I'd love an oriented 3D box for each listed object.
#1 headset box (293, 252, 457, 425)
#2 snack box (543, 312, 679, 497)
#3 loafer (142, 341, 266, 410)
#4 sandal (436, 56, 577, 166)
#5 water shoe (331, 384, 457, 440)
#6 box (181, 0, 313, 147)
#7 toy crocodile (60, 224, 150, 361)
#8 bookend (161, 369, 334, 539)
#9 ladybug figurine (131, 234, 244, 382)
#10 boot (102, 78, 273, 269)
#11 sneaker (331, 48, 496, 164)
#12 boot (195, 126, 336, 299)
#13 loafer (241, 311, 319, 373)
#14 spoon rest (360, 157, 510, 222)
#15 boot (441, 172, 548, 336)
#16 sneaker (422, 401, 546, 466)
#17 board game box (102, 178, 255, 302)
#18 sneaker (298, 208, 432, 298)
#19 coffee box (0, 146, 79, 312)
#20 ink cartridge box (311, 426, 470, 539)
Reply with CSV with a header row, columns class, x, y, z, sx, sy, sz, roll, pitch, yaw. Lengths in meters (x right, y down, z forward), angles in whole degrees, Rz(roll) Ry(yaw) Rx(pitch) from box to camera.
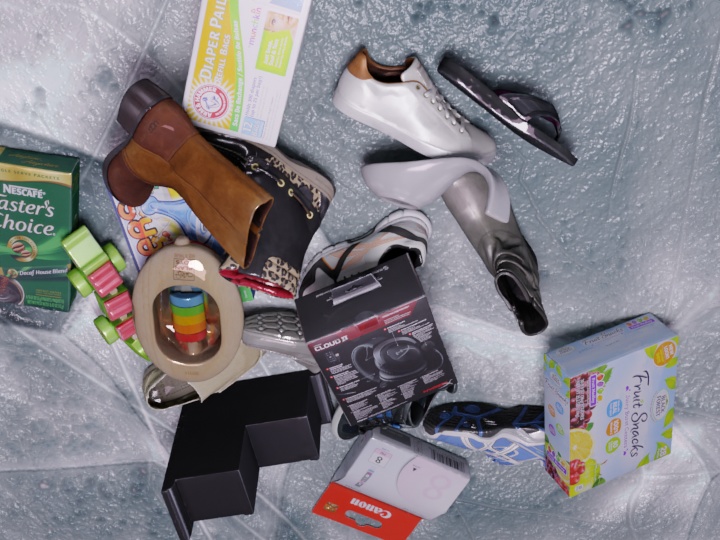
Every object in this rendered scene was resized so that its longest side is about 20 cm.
class,x,y,z,sx,sy,sz,roll,pitch,yaw
headset box,0.019,0.080,1.146,0.148,0.078,0.201,-23,135,2
snack box,0.326,0.176,1.257,0.167,0.068,0.202,-17,123,-17
loafer,-0.205,0.134,1.268,0.199,0.069,0.076,-29,116,17
sandal,0.176,-0.184,1.077,0.200,0.075,0.048,34,98,-18
water shoe,0.041,0.180,1.275,0.200,0.079,0.071,-43,146,22
box,-0.116,-0.251,1.020,0.111,0.102,0.202,13,120,-7
toy crocodile,-0.309,0.033,1.197,0.067,0.062,0.201,-34,125,-21
bookend,-0.138,0.236,1.253,0.198,0.199,0.093,-10,120,5
ladybug figurine,-0.207,0.042,1.171,0.134,0.072,0.202,3,122,-3
boot,-0.182,-0.081,1.034,0.200,0.068,0.189,43,135,11
sneaker,0.073,-0.183,1.074,0.198,0.073,0.085,21,121,-10
boot,-0.129,-0.067,1.090,0.199,0.152,0.073,26,159,-31
loafer,-0.061,0.101,1.239,0.198,0.070,0.070,11,119,-15
spoon rest,0.085,-0.098,1.081,0.099,0.199,0.061,20,86,-47
boot,0.164,-0.026,1.133,0.067,0.131,0.200,-31,116,18
sneaker,0.182,0.231,1.316,0.198,0.076,0.078,6,116,-1
board game box,-0.219,-0.043,1.183,0.134,0.035,0.202,-11,120,7
sneaker,0.000,0.000,1.182,0.199,0.080,0.074,-35,116,21
coffee box,-0.409,-0.049,1.177,0.122,0.044,0.202,10,120,-5
ink cartridge box,0.041,0.325,1.392,0.161,0.057,0.201,24,113,-13
